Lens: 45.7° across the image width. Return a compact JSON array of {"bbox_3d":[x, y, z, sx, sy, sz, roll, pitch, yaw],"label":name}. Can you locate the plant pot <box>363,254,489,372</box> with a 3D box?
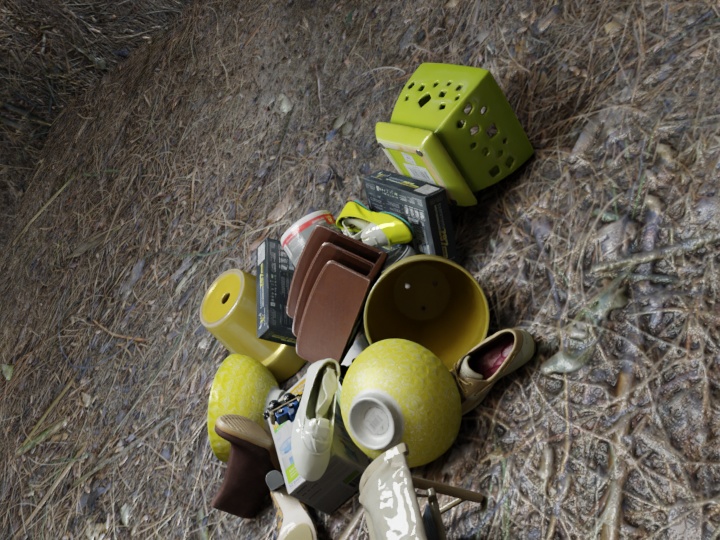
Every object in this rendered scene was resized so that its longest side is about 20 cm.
[{"bbox_3d":[0.105,0.057,1.412,0.200,0.200,0.142,-44,11,12],"label":"plant pot"}]

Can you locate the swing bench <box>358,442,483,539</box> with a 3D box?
[{"bbox_3d":[0.084,0.373,1.134,0.129,0.200,0.200,-36,38,21],"label":"swing bench"}]

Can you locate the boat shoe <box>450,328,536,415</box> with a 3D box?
[{"bbox_3d":[0.176,0.155,1.316,0.200,0.066,0.074,-44,55,13],"label":"boat shoe"}]

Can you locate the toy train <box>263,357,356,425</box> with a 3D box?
[{"bbox_3d":[-0.071,0.207,1.433,0.199,0.034,0.046,-25,51,-21],"label":"toy train"}]

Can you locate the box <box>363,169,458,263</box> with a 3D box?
[{"bbox_3d":[0.090,-0.086,1.544,0.051,0.159,0.200,-24,26,-24],"label":"box"}]

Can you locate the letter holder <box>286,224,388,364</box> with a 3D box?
[{"bbox_3d":[-0.060,0.044,1.427,0.101,0.141,0.201,-56,-11,-58],"label":"letter holder"}]

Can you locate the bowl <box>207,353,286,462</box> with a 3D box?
[{"bbox_3d":[-0.194,0.258,1.588,0.107,0.201,0.202,2,57,16],"label":"bowl"}]

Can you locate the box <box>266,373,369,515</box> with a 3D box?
[{"bbox_3d":[-0.074,0.294,1.463,0.112,0.101,0.201,-42,37,13],"label":"box"}]

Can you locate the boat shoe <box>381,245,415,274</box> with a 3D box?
[{"bbox_3d":[0.000,-0.001,1.503,0.198,0.068,0.074,-29,14,13],"label":"boat shoe"}]

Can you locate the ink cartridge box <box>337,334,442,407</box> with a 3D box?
[{"bbox_3d":[0.037,0.163,1.497,0.200,0.048,0.146,-47,35,13],"label":"ink cartridge box"}]

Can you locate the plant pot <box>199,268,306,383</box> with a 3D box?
[{"bbox_3d":[-0.209,0.098,1.707,0.200,0.189,0.202,-28,43,29],"label":"plant pot"}]

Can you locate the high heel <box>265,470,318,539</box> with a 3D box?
[{"bbox_3d":[-0.105,0.435,1.441,0.071,0.143,0.201,-20,73,-3],"label":"high heel"}]

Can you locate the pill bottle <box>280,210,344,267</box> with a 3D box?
[{"bbox_3d":[-0.055,-0.002,1.609,0.114,0.114,0.201,-37,77,20],"label":"pill bottle"}]

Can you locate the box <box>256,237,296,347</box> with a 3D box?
[{"bbox_3d":[-0.122,0.048,1.647,0.051,0.157,0.202,-39,46,46],"label":"box"}]

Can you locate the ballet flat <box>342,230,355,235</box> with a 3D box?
[{"bbox_3d":[-0.084,-0.019,1.772,0.200,0.072,0.072,-46,36,11],"label":"ballet flat"}]

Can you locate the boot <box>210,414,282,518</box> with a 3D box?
[{"bbox_3d":[-0.212,0.349,1.490,0.167,0.200,0.072,-53,41,4],"label":"boot"}]

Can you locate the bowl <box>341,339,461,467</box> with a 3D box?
[{"bbox_3d":[0.041,0.215,1.295,0.199,0.107,0.202,7,104,30],"label":"bowl"}]

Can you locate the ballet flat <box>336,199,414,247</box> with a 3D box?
[{"bbox_3d":[0.019,-0.074,1.533,0.067,0.067,0.200,-41,33,-15],"label":"ballet flat"}]

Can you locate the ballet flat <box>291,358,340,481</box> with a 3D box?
[{"bbox_3d":[-0.066,0.228,1.351,0.069,0.069,0.201,-20,49,37],"label":"ballet flat"}]

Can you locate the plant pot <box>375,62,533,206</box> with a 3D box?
[{"bbox_3d":[0.157,-0.235,1.535,0.182,0.199,0.200,-47,34,-14],"label":"plant pot"}]
